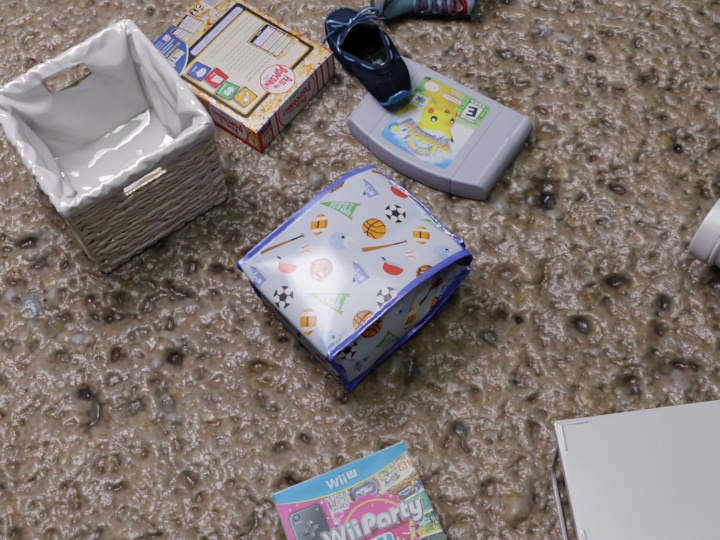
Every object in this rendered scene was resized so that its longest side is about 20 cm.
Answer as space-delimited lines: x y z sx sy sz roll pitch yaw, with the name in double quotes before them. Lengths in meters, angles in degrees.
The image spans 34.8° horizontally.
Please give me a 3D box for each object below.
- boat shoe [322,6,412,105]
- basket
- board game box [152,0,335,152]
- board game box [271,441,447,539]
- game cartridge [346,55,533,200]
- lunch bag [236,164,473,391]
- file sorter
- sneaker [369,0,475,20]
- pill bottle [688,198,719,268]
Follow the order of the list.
"boat shoe" 0.010 -0.282 1.409 0.084 0.069 0.200 -35 45 -6
"basket" -0.286 -0.142 1.329 0.198 0.161 0.200 -33 65 -13
"board game box" -0.155 -0.258 1.446 0.200 0.046 0.152 34 69 20
"board game box" 0.015 0.291 1.126 0.147 0.064 0.201 -21 61 -7
"game cartridge" 0.090 -0.169 1.386 0.199 0.041 0.134 29 71 18
"lunch bag" 0.000 0.000 1.253 0.200 0.124 0.170 -43 66 -9
"file sorter" 0.293 0.219 1.108 0.199 0.125 0.139 -7 60 0
"sneaker" 0.108 -0.364 1.465 0.199 0.079 0.096 -27 65 -10
"pill bottle" 0.456 0.001 1.221 0.200 0.111 0.111 36 70 21
